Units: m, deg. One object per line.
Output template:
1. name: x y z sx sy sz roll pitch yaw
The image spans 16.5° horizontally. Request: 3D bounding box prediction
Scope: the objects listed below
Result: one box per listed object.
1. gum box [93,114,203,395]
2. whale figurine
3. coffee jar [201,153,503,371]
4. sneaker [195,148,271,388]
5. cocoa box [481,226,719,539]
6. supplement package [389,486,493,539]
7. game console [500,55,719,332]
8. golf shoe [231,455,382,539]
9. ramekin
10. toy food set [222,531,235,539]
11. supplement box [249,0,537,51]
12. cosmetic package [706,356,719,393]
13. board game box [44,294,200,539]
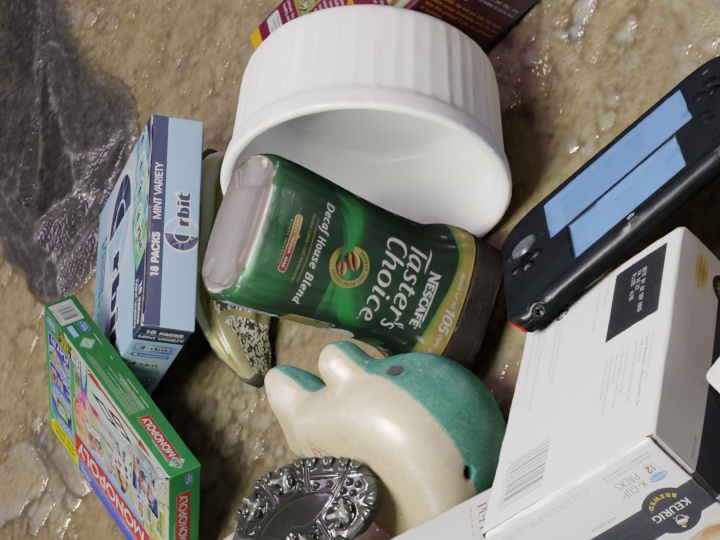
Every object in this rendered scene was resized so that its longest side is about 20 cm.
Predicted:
1. gum box: -0.166 0.000 1.908 0.200 0.044 0.171 127 147 -62
2. whale figurine: 0.020 0.105 1.678 0.104 0.160 0.200 -37 29 -25
3. coffee jar: 0.000 0.000 1.681 0.085 0.199 0.105 8 79 63
4. sneaker: -0.076 -0.012 1.869 0.088 0.077 0.201 -19 62 28
5. cocoa box: 0.173 0.102 1.447 0.133 0.131 0.200 -35 22 32
6. supplement package: 0.059 0.236 1.575 0.200 0.117 0.117 -32 52 34
7. game console: 0.168 -0.052 1.562 0.200 0.031 0.177 -41 8 13
8. golf shoe: -0.045 0.187 1.667 0.200 0.094 0.078 -38 60 32
9. ramekin: 0.006 -0.095 1.723 0.200 0.200 0.098 -26 47 37
10. toy food set: -0.095 0.292 1.758 0.143 0.060 0.201 -37 50 31
11. supplement box: 0.022 -0.185 1.822 0.200 0.085 0.111 -42 46 27
12. cosmetic package: 0.288 0.064 1.341 0.102 0.200 0.074 -54 43 15
13. board game box: -0.179 0.131 1.865 0.200 0.029 0.135 49 148 37
